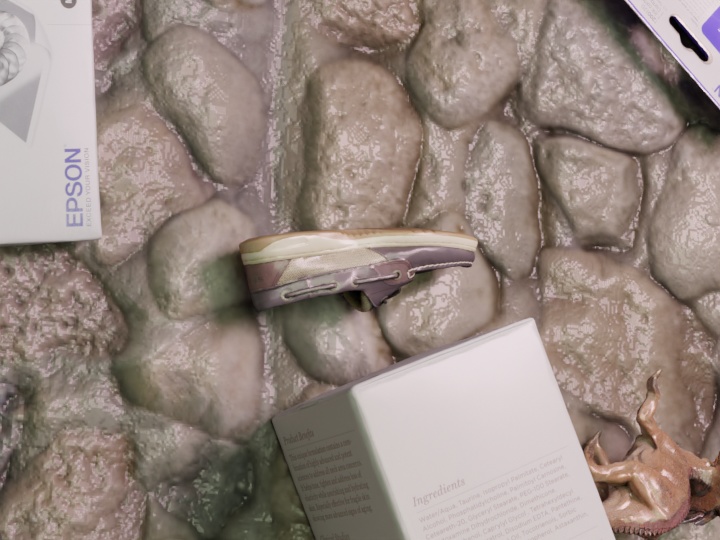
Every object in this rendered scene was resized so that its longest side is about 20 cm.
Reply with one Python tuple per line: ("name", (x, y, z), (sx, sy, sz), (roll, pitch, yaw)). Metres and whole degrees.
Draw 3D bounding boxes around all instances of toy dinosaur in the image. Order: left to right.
("toy dinosaur", (0.239, 0.176, 1.500), (0.136, 0.086, 0.200), (45, 46, 8))

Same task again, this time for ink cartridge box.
("ink cartridge box", (-0.288, -0.116, 1.348), (0.198, 0.041, 0.202), (-4, 94, -23))
("ink cartridge box", (0.323, -0.246, 1.672), (0.198, 0.043, 0.200), (48, 63, -8))

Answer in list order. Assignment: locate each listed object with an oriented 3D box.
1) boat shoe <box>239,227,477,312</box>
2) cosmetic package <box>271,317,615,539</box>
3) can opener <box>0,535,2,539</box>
("boat shoe", (0.000, 0.000, 1.467), (0.198, 0.072, 0.066), (-3, 92, -27))
("cosmetic package", (0.062, 0.165, 1.400), (0.165, 0.167, 0.202), (-20, 88, -25))
("can opener", (-0.291, 0.147, 1.324), (0.067, 0.053, 0.202), (11, 71, -55))
